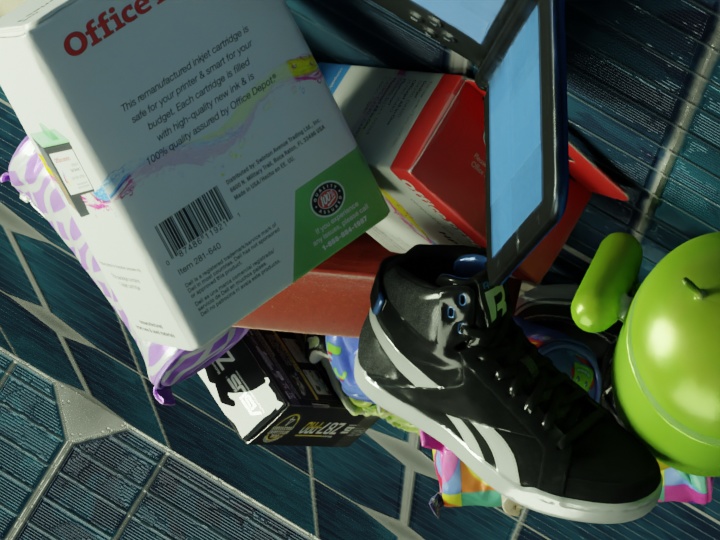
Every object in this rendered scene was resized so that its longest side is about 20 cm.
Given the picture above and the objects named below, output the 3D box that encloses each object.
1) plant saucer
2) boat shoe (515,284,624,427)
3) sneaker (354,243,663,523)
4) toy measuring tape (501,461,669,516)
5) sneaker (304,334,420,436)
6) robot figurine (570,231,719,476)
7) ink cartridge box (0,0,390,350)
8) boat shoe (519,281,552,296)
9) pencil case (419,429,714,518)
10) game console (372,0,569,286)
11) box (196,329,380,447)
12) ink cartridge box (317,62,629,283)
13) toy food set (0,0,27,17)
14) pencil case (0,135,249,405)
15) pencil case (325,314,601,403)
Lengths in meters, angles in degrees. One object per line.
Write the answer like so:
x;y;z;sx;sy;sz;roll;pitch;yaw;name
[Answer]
0.000;0.000;1.609;0.198;0.037;0.200;5;-167;6;plant saucer
0.180;0.076;1.624;0.199;0.066;0.070;29;123;5;boat shoe
0.083;0.055;1.428;0.199;0.073;0.112;27;132;23;sneaker
0.170;0.084;1.547;0.074;0.199;0.074;-20;-90;-85;toy measuring tape
0.019;0.077;1.776;0.075;0.077;0.200;-6;139;41;sneaker
0.199;0.047;1.409;0.175;0.116;0.200;25;167;6;robot figurine
-0.097;-0.080;1.410;0.084;0.144;0.201;8;130;61;ink cartridge box
0.125;0.044;1.765;0.062;0.073;0.200;-10;172;-17;boat shoe
0.140;0.119;1.725;0.198;0.089;0.088;-2;164;3;pencil case
0.036;-0.099;1.235;0.170;0.119;0.200;31;167;0;game console
-0.082;0.031;1.788;0.200;0.049;0.161;54;-161;18;box
0.049;-0.057;1.480;0.116;0.067;0.200;38;167;-30;ink cartridge box
-0.156;-0.129;1.757;0.143;0.060;0.200;37;172;36;toy food set
-0.156;-0.016;1.687;0.200;0.085;0.084;53;-169;17;pencil case
0.060;0.063;1.628;0.199;0.087;0.078;18;154;48;pencil case
